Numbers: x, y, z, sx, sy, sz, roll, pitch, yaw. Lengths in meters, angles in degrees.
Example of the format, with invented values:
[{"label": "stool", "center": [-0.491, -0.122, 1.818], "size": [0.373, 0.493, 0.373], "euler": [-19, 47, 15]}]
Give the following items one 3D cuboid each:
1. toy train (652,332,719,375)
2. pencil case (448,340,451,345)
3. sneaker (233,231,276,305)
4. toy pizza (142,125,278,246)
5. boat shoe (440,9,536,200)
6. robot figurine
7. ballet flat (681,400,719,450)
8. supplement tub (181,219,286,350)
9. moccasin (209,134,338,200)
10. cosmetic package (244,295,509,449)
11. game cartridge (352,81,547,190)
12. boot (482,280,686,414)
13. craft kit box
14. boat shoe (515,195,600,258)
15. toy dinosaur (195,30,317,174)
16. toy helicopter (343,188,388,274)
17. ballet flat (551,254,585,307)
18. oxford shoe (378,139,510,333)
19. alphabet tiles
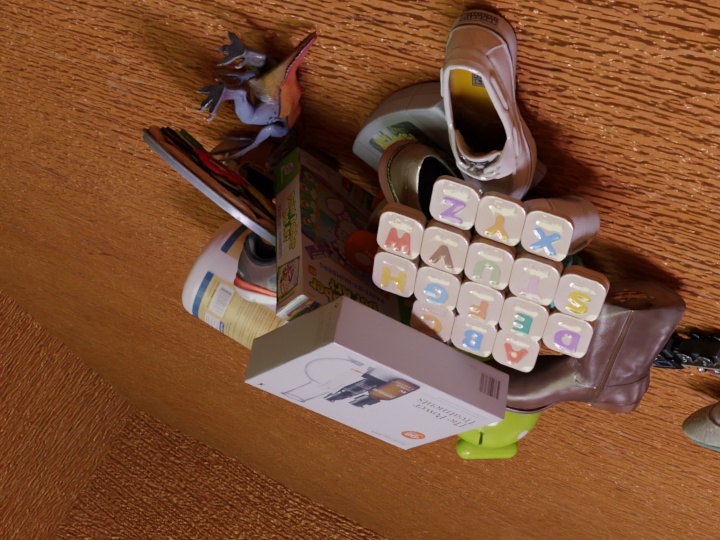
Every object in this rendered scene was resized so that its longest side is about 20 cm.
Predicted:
[{"label": "toy train", "center": [0.335, 0.082, 1.182], "size": [0.046, 0.034, 0.200], "euler": [37, 163, -25]}, {"label": "pencil case", "center": [0.038, 0.003, 1.401], "size": [0.200, 0.088, 0.087], "euler": [34, 162, 1]}, {"label": "sneaker", "center": [-0.044, 0.003, 1.338], "size": [0.199, 0.082, 0.077], "euler": [10, -159, 12]}, {"label": "toy pizza", "center": [-0.137, -0.089, 1.270], "size": [0.200, 0.032, 0.200], "euler": [38, -177, -2]}, {"label": "boat shoe", "center": [0.096, -0.107, 0.979], "size": [0.071, 0.070, 0.200], "euler": [12, 146, 18]}, {"label": "robot figurine", "center": [0.146, 0.124, 1.388], "size": [0.115, 0.176, 0.200], "euler": [14, -165, 3]}, {"label": "ballet flat", "center": [0.405, 0.149, 1.222], "size": [0.199, 0.067, 0.063], "euler": [8, 123, 45]}, {"label": "supplement tub", "center": [-0.121, 0.038, 1.658], "size": [0.199, 0.145, 0.145], "euler": [31, 162, 6]}, {"label": "moccasin", "center": [-0.110, -0.100, 1.385], "size": [0.201, 0.078, 0.074], "euler": [17, 156, 41]}, {"label": "cosmetic package", "center": [0.015, 0.101, 1.165], "size": [0.199, 0.052, 0.151], "euler": [26, 151, -27]}, {"label": "game cartridge", "center": [0.070, -0.108, 1.133], "size": [0.133, 0.041, 0.200], "euler": [41, 161, -12]}, {"label": "boot", "center": [0.200, 0.069, 1.189], "size": [0.185, 0.065, 0.200], "euler": [1, 150, 1]}, {"label": "craft kit box", "center": [0.000, 0.000, 1.243], "size": [0.200, 0.198, 0.048], "euler": [30, 131, -33]}, {"label": "boat shoe", "center": [0.162, -0.035, 1.113], "size": [0.068, 0.072, 0.200], "euler": [-8, 171, -7]}, {"label": "toy dinosaur", "center": [-0.084, -0.149, 1.211], "size": [0.199, 0.106, 0.181], "euler": [6, 168, 35]}, {"label": "toy helicopter", "center": [0.087, 0.003, 1.198], "size": [0.132, 0.079, 0.200], "euler": [-6, 132, 47]}, {"label": "ballet flat", "center": [0.151, 0.012, 1.250], "size": [0.200, 0.067, 0.070], "euler": [8, 143, 50]}, {"label": "oxford shoe", "center": [0.082, -0.021, 1.085], "size": [0.200, 0.071, 0.074], "euler": [56, 169, -18]}, {"label": "alphabet tiles", "center": [0.106, 0.009, 1.056], "size": [0.199, 0.015, 0.196], "euler": [19, 139, 10]}]
